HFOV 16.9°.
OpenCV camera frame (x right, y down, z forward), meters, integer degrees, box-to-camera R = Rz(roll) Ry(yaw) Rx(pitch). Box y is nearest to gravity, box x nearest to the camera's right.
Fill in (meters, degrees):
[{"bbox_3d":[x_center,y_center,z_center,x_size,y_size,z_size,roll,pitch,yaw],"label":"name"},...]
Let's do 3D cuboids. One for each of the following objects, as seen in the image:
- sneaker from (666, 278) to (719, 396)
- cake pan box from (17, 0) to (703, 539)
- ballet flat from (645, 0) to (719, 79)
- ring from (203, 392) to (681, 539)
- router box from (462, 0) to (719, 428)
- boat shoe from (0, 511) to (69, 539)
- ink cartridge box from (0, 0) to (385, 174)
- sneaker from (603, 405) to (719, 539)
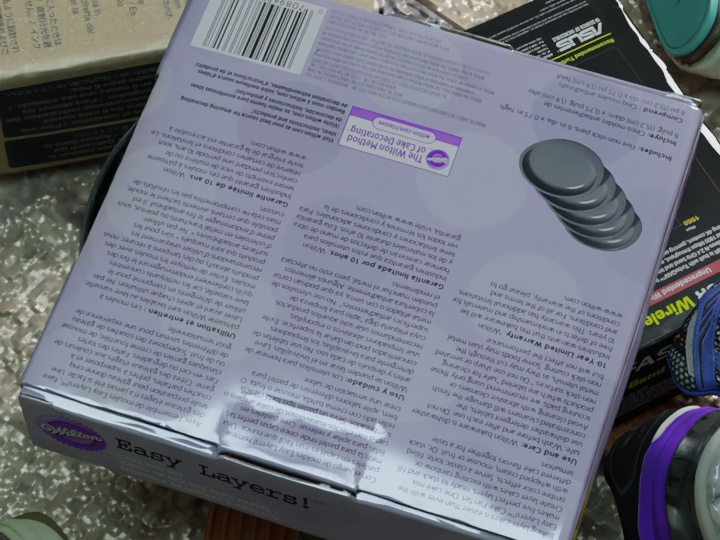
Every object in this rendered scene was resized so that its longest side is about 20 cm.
[{"bbox_3d":[0.179,0.077,0.852,0.078,0.075,0.200,-36,93,3],"label":"sneaker"},{"bbox_3d":[0.000,0.000,0.833,0.199,0.052,0.185,16,60,7],"label":"cake pan box"},{"bbox_3d":[0.136,-0.164,1.023,0.062,0.067,0.201,4,60,-31],"label":"ballet flat"},{"bbox_3d":[0.042,0.108,0.884,0.199,0.019,0.201,1,61,-1],"label":"ring"},{"bbox_3d":[0.043,-0.005,0.901,0.199,0.062,0.150,-25,64,-15],"label":"router box"},{"bbox_3d":[-0.100,0.172,0.811,0.066,0.072,0.201,-13,55,-26],"label":"boat shoe"},{"bbox_3d":[-0.091,-0.151,0.995,0.164,0.075,0.201,-10,61,-8],"label":"ink cartridge box"},{"bbox_3d":[0.139,0.131,0.822,0.069,0.099,0.201,-30,107,-29],"label":"sneaker"}]
